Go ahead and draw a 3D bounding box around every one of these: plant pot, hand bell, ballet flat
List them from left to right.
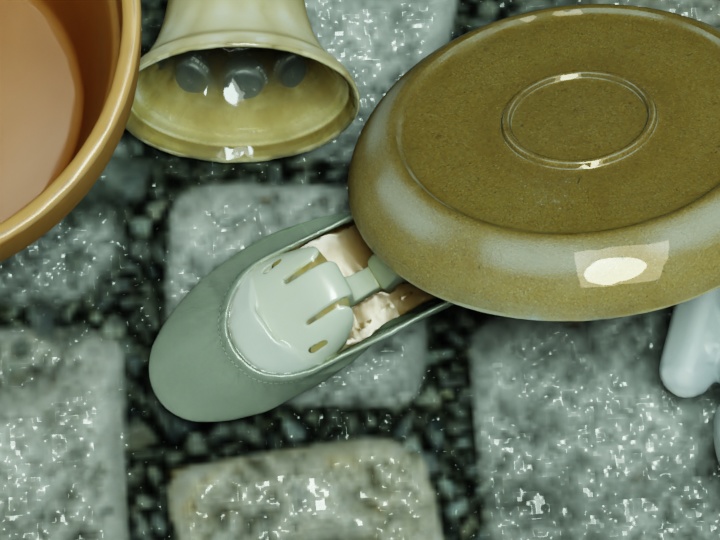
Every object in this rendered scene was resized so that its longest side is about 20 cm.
[{"bbox_3d":[-0.181,-0.082,1.036,0.199,0.140,0.202,0,78,1],"label":"plant pot"},{"bbox_3d":[-0.055,-0.159,1.114,0.103,0.104,0.201,0,65,-6],"label":"hand bell"},{"bbox_3d":[0.000,0.000,1.082,0.199,0.064,0.068,-26,82,-10],"label":"ballet flat"},{"bbox_3d":[0.091,-0.055,1.060,0.199,0.028,0.201,-5,41,5],"label":"plant pot"}]

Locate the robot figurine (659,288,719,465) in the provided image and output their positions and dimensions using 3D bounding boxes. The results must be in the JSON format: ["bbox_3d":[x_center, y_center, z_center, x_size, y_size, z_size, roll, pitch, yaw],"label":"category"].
[{"bbox_3d":[0.212,0.031,1.071,0.169,0.113,0.201,10,76,21],"label":"robot figurine"}]
